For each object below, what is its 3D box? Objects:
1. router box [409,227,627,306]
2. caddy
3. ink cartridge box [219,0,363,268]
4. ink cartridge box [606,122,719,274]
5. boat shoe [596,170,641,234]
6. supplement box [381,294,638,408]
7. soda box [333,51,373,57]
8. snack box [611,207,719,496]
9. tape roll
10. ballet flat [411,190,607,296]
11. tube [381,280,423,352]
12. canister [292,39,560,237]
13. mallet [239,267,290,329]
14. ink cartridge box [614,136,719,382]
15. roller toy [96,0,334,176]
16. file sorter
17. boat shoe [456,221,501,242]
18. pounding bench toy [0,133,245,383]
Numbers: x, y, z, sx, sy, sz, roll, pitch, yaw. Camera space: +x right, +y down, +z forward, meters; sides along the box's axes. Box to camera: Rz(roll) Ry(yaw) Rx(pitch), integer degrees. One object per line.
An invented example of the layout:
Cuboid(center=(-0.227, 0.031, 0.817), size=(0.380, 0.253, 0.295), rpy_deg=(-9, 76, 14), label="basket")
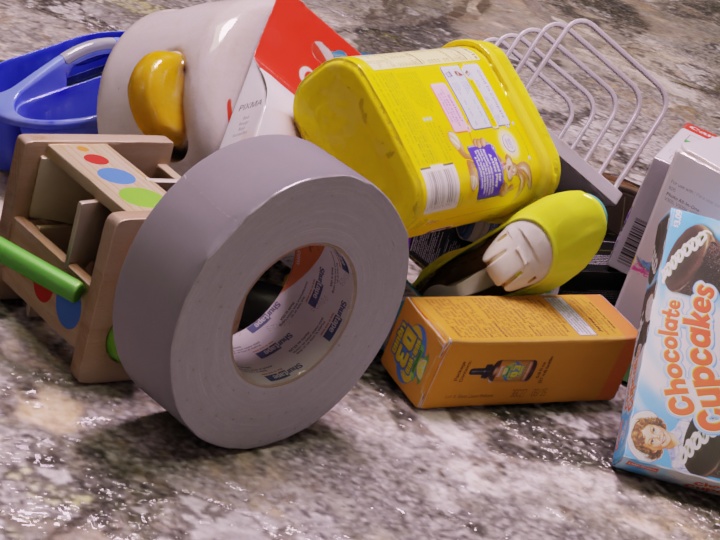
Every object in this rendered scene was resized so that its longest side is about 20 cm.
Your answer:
Cuboid(center=(0.158, -0.009, 1.614), size=(0.199, 0.051, 0.149), rpy_deg=(2, 24, -33), label="router box")
Cuboid(center=(-0.227, -0.144, 1.532), size=(0.200, 0.105, 0.141), rpy_deg=(-26, 40, -36), label="caddy")
Cuboid(center=(-0.023, -0.096, 1.387), size=(0.050, 0.201, 0.162), rpy_deg=(-8, -36, 46), label="ink cartridge box")
Cuboid(center=(0.283, -0.069, 1.620), size=(0.050, 0.109, 0.200), rpy_deg=(27, 25, 12), label="ink cartridge box")
Cuboid(center=(0.266, -0.056, 1.782), size=(0.068, 0.072, 0.200), rpy_deg=(-2, 29, -39), label="boat shoe")
Cuboid(center=(0.117, 0.060, 1.388), size=(0.199, 0.067, 0.069), rpy_deg=(0, 35, -38), label="supplement box")
Cuboid(center=(-0.025, -0.190, 1.902), size=(0.199, 0.068, 0.064), rpy_deg=(3, 26, -32), label="soda box")
Cuboid(center=(0.263, 0.063, 1.352), size=(0.116, 0.201, 0.037), rpy_deg=(15, -19, -3), label="snack box")
Cuboid(center=(-0.062, 0.015, 1.190), size=(0.200, 0.201, 0.066), rpy_deg=(-6, 31, -45), label="tape roll")
Cuboid(center=(0.106, 0.000, 1.418), size=(0.067, 0.200, 0.067), rpy_deg=(-27, 89, -48), label="ballet flat")
Cuboid(center=(0.000, 0.000, 1.459), size=(0.077, 0.051, 0.200), rpy_deg=(19, 20, -36), label="tube")
Cuboid(center=(0.052, -0.100, 1.390), size=(0.200, 0.086, 0.149), rpy_deg=(-14, 74, -54), label="canister")
Cuboid(center=(-0.045, 0.014, 1.437), size=(0.066, 0.041, 0.200), rpy_deg=(22, 17, 6), label="mallet")
Cuboid(center=(0.289, -0.004, 1.494), size=(0.087, 0.201, 0.145), rpy_deg=(29, 24, 29), label="ink cartridge box")
Cuboid(center=(-0.105, -0.125, 1.444), size=(0.139, 0.200, 0.183), rpy_deg=(-2, 44, 38), label="roller toy")
Cuboid(center=(0.175, -0.149, 1.713), size=(0.139, 0.125, 0.200), rpy_deg=(38, -12, -18), label="file sorter")
Cuboid(center=(0.117, -0.071, 1.585), size=(0.072, 0.072, 0.200), rpy_deg=(15, 28, -10), label="boat shoe")
Cuboid(center=(-0.190, -0.006, 1.252), size=(0.199, 0.125, 0.156), rpy_deg=(-3, 29, -40), label="pounding bench toy")
